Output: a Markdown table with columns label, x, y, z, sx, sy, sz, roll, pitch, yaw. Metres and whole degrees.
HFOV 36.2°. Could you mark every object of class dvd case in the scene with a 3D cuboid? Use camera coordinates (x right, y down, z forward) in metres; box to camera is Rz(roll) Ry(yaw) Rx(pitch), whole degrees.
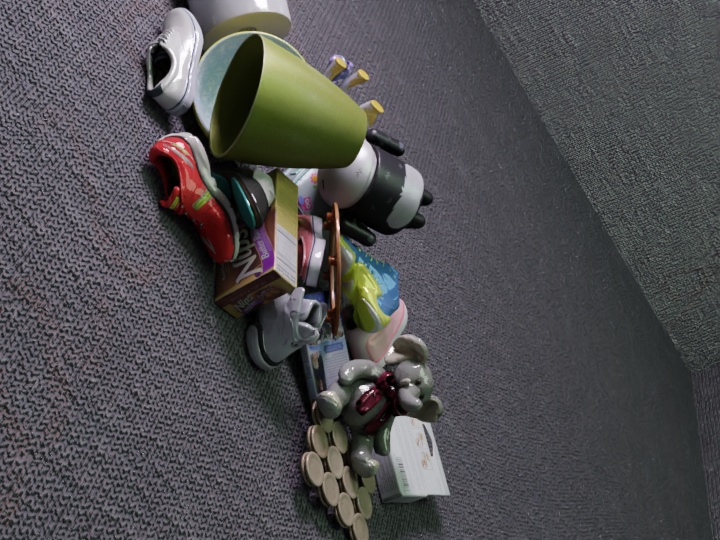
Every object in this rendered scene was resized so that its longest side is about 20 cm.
| label | x | y | z | sx | sy | sz | roll | pitch | yaw |
| --- | --- | --- | --- | --- | --- | --- | --- | --- | --- |
| dvd case | -0.054 | 0.133 | 1.731 | 0.142 | 0.017 | 0.202 | -5 | 84 | -66 |

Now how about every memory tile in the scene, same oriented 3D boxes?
| label | x | y | z | sx | sy | sz | roll | pitch | yaw |
| --- | --- | --- | --- | --- | --- | --- | --- | --- | --- |
| memory tile | -0.031 | 0.303 | 1.644 | 0.201 | 0.017 | 0.154 | 58 | 26 | -33 |

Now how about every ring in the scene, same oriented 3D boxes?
| label | x | y | z | sx | sy | sz | roll | pitch | yaw |
| --- | --- | --- | --- | --- | --- | --- | --- | --- | --- |
| ring | -0.045 | -0.002 | 1.671 | 0.200 | 0.019 | 0.203 | 180 | -90 | -86 |

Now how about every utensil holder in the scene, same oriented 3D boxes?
| label | x | y | z | sx | sy | sz | roll | pitch | yaw |
| --- | --- | --- | --- | --- | --- | --- | --- | --- | --- |
| utensil holder | -0.213 | -0.478 | 1.829 | 0.170 | 0.169 | 0.202 | 8 | 62 | -61 |

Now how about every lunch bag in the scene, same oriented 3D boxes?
| label | x | y | z | sx | sy | sz | roll | pitch | yaw |
| --- | --- | --- | --- | --- | --- | --- | --- | --- | --- |
| lunch bag | -0.046 | -0.141 | 1.867 | 0.200 | 0.077 | 0.161 | -46 | 113 | -27 |

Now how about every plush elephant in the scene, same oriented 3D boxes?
| label | x | y | z | sx | sy | sz | roll | pitch | yaw |
| --- | --- | --- | --- | --- | --- | --- | --- | --- | --- |
| plush elephant | 0.046 | 0.192 | 1.684 | 0.166 | 0.154 | 0.200 | 64 | 21 | -20 |

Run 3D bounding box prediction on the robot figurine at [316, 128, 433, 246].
| label | x | y | z | sx | sy | sz | roll | pitch | yaw |
| --- | --- | --- | --- | --- | --- | --- | --- | --- | --- |
| robot figurine | 0.022 | -0.134 | 1.795 | 0.199 | 0.125 | 0.151 | 26 | 39 | -32 |

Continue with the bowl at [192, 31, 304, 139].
| label | x | y | z | sx | sy | sz | roll | pitch | yaw |
| --- | --- | --- | --- | --- | --- | --- | --- | --- | --- |
| bowl | -0.178 | -0.268 | 1.753 | 0.202 | 0.199 | 0.108 | 63 | -18 | -5 |

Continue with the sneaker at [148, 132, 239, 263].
| label | x | y | z | sx | sy | sz | roll | pitch | yaw |
| --- | --- | --- | --- | --- | --- | --- | --- | --- | --- |
| sneaker | -0.243 | -0.095 | 1.566 | 0.085 | 0.077 | 0.201 | -29 | 94 | -45 |

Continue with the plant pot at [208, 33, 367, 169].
| label | x | y | z | sx | sy | sz | roll | pitch | yaw |
| --- | --- | --- | --- | --- | --- | --- | --- | --- | --- |
| plant pot | -0.097 | -0.226 | 1.640 | 0.198 | 0.187 | 0.189 | 18 | 48 | -26 |

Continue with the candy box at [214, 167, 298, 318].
| label | x | y | z | sx | sy | sz | roll | pitch | yaw |
| --- | --- | --- | --- | --- | --- | --- | --- | --- | --- |
| candy box | -0.152 | -0.041 | 1.621 | 0.056 | 0.116 | 0.201 | 41 | 35 | -38 |

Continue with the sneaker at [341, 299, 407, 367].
| label | x | y | z | sx | sy | sz | roll | pitch | yaw |
| --- | --- | --- | --- | --- | --- | --- | --- | --- | --- |
| sneaker | 0.021 | 0.078 | 1.905 | 0.105 | 0.075 | 0.201 | 60 | 29 | -24 |

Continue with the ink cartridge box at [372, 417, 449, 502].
| label | x | y | z | sx | sy | sz | roll | pitch | yaw |
| --- | --- | --- | --- | --- | --- | --- | --- | --- | --- |
| ink cartridge box | 0.070 | 0.288 | 1.857 | 0.173 | 0.043 | 0.202 | 21 | 50 | -58 |

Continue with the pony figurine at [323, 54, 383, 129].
| label | x | y | z | sx | sy | sz | roll | pitch | yaw |
| --- | --- | --- | --- | --- | --- | --- | --- | --- | --- |
| pony figurine | -0.072 | -0.283 | 1.948 | 0.193 | 0.200 | 0.166 | 50 | 30 | 3 |

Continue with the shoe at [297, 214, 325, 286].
| label | x | y | z | sx | sy | sz | roll | pitch | yaw |
| --- | --- | --- | --- | --- | --- | --- | --- | --- | --- |
| shoe | -0.105 | -0.038 | 1.680 | 0.090 | 0.072 | 0.200 | 12 | 22 | -9 |

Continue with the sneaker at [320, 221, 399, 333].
| label | x | y | z | sx | sy | sz | roll | pitch | yaw |
| --- | --- | --- | --- | --- | --- | --- | --- | --- | --- |
| sneaker | 0.000 | 0.000 | 1.819 | 0.105 | 0.075 | 0.201 | -32 | 99 | -43 |

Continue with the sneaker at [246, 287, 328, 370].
| label | x | y | z | sx | sy | sz | roll | pitch | yaw |
| --- | --- | --- | --- | --- | --- | --- | --- | --- | --- |
| sneaker | -0.111 | 0.042 | 1.629 | 0.075 | 0.114 | 0.202 | 37 | 37 | -46 |

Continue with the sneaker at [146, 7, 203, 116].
| label | x | y | z | sx | sy | sz | roll | pitch | yaw |
| --- | --- | --- | --- | --- | --- | --- | --- | --- | --- |
| sneaker | -0.284 | -0.330 | 1.664 | 0.071 | 0.073 | 0.202 | 41 | 35 | -48 |

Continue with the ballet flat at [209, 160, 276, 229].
| label | x | y | z | sx | sy | sz | roll | pitch | yaw |
| --- | --- | --- | --- | --- | --- | --- | --- | --- | --- |
| ballet flat | -0.167 | -0.121 | 1.601 | 0.200 | 0.068 | 0.069 | 39 | -35 | 52 |
